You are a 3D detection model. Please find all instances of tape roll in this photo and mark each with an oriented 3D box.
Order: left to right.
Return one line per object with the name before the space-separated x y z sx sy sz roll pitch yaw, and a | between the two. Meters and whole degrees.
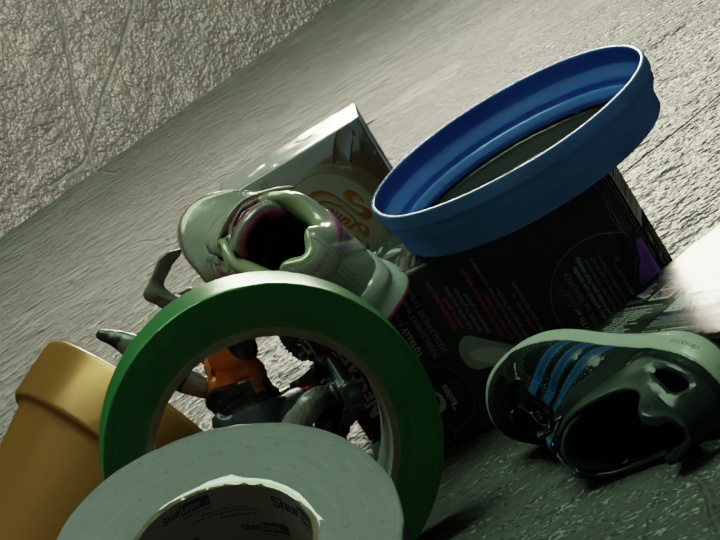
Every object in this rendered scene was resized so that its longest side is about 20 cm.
tape roll | -0.067 0.172 1.261 0.200 0.066 0.200 -10 37 8
tape roll | -0.052 0.102 1.381 0.200 0.201 0.048 -32 11 -3

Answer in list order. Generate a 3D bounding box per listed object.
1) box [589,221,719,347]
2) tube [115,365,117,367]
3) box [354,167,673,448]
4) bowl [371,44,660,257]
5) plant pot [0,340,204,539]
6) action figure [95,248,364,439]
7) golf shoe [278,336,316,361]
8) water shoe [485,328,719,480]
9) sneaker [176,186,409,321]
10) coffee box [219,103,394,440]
box | 0.251 0.003 1.399 0.198 0.050 0.200 -37 13 -28
tube | -0.197 0.094 2.130 0.077 0.050 0.200 -21 11 23
box | 0.095 0.016 1.545 0.200 0.122 0.106 -28 15 15
bowl | 0.101 -0.075 1.506 0.200 0.039 0.201 -30 15 9
plant pot | -0.160 0.159 1.484 0.140 0.200 0.200 -52 18 -15
action figure | -0.078 0.095 1.545 0.105 0.194 0.200 -34 -12 -22
golf shoe | 0.006 0.023 1.890 0.094 0.078 0.200 -19 4 -38
water shoe | 0.126 0.078 1.352 0.079 0.072 0.200 -42 16 -34
sneaker | -0.058 -0.020 1.514 0.200 0.088 0.081 19 70 48
coffee box | 0.000 0.000 1.653 0.114 0.200 0.080 -30 11 3
